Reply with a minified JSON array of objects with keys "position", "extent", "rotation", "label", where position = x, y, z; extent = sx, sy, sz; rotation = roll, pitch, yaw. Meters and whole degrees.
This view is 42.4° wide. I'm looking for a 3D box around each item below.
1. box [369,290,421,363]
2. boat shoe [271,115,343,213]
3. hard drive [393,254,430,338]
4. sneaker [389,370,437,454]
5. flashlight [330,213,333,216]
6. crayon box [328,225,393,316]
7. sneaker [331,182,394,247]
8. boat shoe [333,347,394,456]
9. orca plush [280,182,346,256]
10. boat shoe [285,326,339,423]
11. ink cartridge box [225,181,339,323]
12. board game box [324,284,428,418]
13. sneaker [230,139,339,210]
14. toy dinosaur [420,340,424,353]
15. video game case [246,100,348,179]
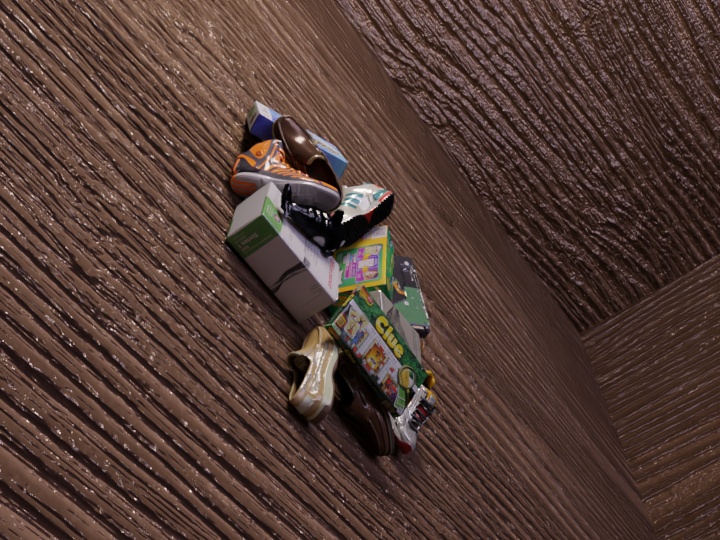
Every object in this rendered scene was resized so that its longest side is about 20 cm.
[{"position":[0.044,0.116,1.663],"extent":[0.200,0.068,0.083],"rotation":[47,35,-55],"label":"box"},{"position":[-0.090,-0.204,1.721],"extent":[0.203,0.074,0.075],"rotation":[57,-24,-3],"label":"boat shoe"},{"position":[0.062,0.047,1.937],"extent":[0.138,0.038,0.201],"rotation":[8,44,-24],"label":"hard drive"},{"position":[0.095,0.248,1.692],"extent":[0.201,0.081,0.078],"rotation":[-79,150,-52],"label":"sneaker"},{"position":[-0.110,-0.151,1.829],"extent":[0.200,0.068,0.068],"rotation":[51,-18,-18],"label":"flashlight"},{"position":[0.000,0.000,1.782],"extent":[0.201,0.118,0.059],"rotation":[-86,161,-54],"label":"crayon box"},{"position":[-0.023,-0.115,1.817],"extent":[0.093,0.071,0.199],"rotation":[32,46,27],"label":"sneaker"},{"position":[-0.005,0.220,1.543],"extent":[0.068,0.072,0.202],"rotation":[-19,91,-31],"label":"boat shoe"},{"position":[-0.066,-0.097,1.608],"extent":[0.200,0.071,0.106],"rotation":[44,15,-46],"label":"orca plush"},{"position":[-0.081,0.146,1.455],"extent":[0.076,0.072,0.201],"rotation":[33,24,-20],"label":"boat shoe"},{"position":[-0.127,-0.030,1.582],"extent":[0.200,0.084,0.146],"rotation":[52,17,-20],"label":"ink cartridge box"},{"position":[0.029,0.133,1.525],"extent":[0.201,0.023,0.105],"rotation":[54,48,-18],"label":"board game box"},{"position":[-0.129,-0.178,1.667],"extent":[0.198,0.078,0.113],"rotation":[14,53,-9],"label":"sneaker"},{"position":[0.084,0.173,1.898],"extent":[0.106,0.061,0.201],"rotation":[18,30,-35],"label":"toy dinosaur"},{"position":[-0.129,-0.261,1.853],"extent":[0.199,0.046,0.181],"rotation":[28,12,-16],"label":"video game case"}]
